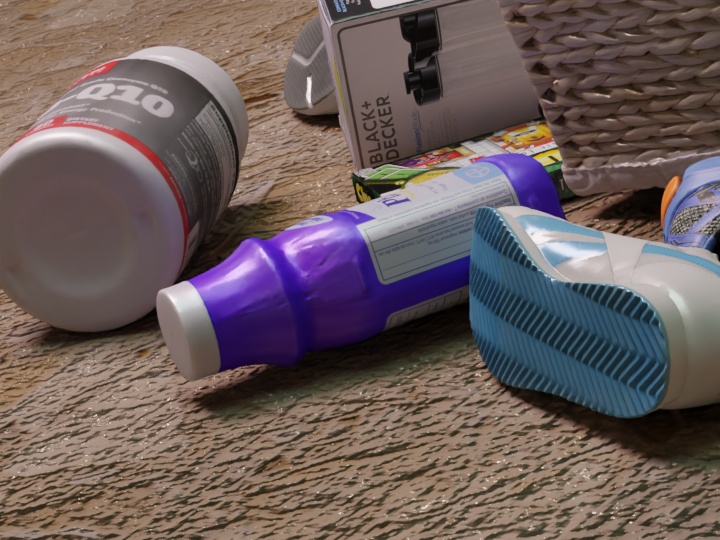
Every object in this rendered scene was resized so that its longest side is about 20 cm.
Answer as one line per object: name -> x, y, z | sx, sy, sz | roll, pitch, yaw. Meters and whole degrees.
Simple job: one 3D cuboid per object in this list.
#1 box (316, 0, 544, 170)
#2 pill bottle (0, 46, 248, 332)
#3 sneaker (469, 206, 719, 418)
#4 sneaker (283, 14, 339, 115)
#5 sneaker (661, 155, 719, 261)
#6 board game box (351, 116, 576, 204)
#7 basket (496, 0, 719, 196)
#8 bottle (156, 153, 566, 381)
box -> 0.080, -0.137, 1.421 | 0.199, 0.117, 0.060 | -12, 40, -3
pill bottle -> -0.131, -0.054, 1.331 | 0.113, 0.114, 0.200 | -8, 20, 14
sneaker -> 0.111, 0.018, 1.056 | 0.081, 0.077, 0.200 | -5, 17, -25
sneaker -> 0.021, -0.132, 1.548 | 0.080, 0.071, 0.200 | 18, -15, -33
sneaker -> 0.233, -0.020, 1.092 | 0.199, 0.076, 0.079 | -14, 26, 23
board game box -> 0.103, -0.063, 1.353 | 0.199, 0.024, 0.105 | -17, 22, -14
basket -> 0.201, -0.160, 1.239 | 0.200, 0.161, 0.198 | -3, 34, 43
bottle -> 0.000, 0.000, 1.163 | 0.199, 0.066, 0.084 | -19, 3, -17
